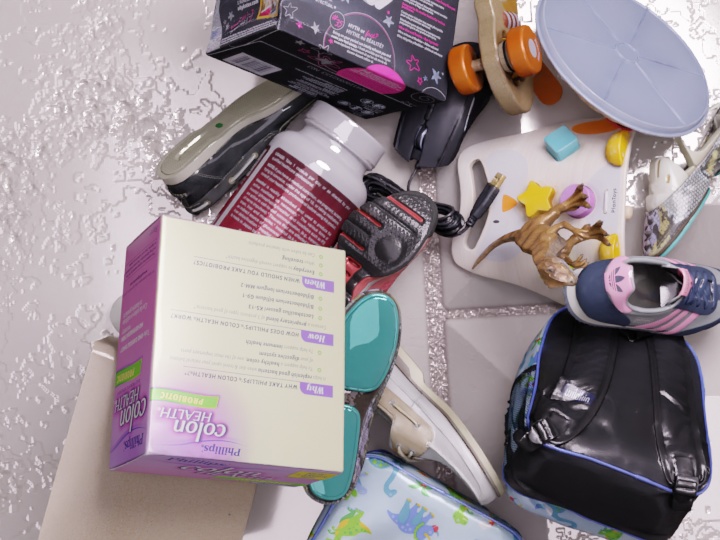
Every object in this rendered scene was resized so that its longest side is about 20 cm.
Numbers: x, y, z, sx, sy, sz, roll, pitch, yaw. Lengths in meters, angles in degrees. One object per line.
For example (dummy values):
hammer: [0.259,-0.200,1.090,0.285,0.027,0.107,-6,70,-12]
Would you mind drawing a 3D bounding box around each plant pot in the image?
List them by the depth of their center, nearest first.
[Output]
plant pot: [-0.187,0.184,1.107,0.176,0.200,0.201,16,86,-8]

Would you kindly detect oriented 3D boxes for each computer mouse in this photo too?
computer mouse: [0.092,-0.134,1.158,0.140,0.046,0.201,31,87,28]

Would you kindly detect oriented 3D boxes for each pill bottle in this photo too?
pill bottle: [-0.067,-0.062,1.150,0.113,0.113,0.200,36,89,5]

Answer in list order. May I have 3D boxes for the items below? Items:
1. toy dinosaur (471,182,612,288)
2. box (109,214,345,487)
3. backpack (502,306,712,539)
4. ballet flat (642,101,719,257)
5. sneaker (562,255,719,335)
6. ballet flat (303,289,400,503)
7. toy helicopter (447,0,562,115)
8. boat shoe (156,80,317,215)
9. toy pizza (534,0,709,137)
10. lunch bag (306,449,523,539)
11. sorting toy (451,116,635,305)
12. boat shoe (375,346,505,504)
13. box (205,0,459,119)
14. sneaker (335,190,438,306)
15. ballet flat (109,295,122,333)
toy dinosaur: [0.164,-0.032,1.072,0.106,0.200,0.061,-24,101,-4]
box: [-0.111,0.074,1.001,0.175,0.097,0.201,10,68,-28]
backpack: [0.223,0.141,1.091,0.182,0.147,0.201,19,46,-2]
ballet flat: [0.326,-0.102,1.155,0.072,0.072,0.201,40,82,5]
sneaker: [0.284,0.022,1.058,0.199,0.082,0.071,-1,79,-30]
ballet flat: [-0.015,0.114,1.091,0.072,0.072,0.201,16,87,4]
toy helicopter: [0.148,-0.244,1.148,0.079,0.132,0.201,-14,64,30]
boat shoe: [-0.112,-0.136,1.192,0.200,0.072,0.068,-39,123,-7]
toy pizza: [0.252,-0.203,1.139,0.199,0.032,0.201,16,49,-19]
lunch bag: [0.048,0.281,1.132,0.199,0.082,0.161,28,86,5]
sorting toy: [0.180,-0.062,1.160,0.179,0.107,0.201,2,85,22]
boat shoe: [0.059,0.154,1.130,0.068,0.075,0.200,-36,61,-8]
box: [-0.024,-0.234,1.104,0.199,0.132,0.115,17,78,-36]
sneaker: [0.000,0.000,1.153,0.074,0.087,0.200,43,96,10]
ballet flat: [-0.159,0.061,1.168,0.199,0.069,0.070,21,87,5]
